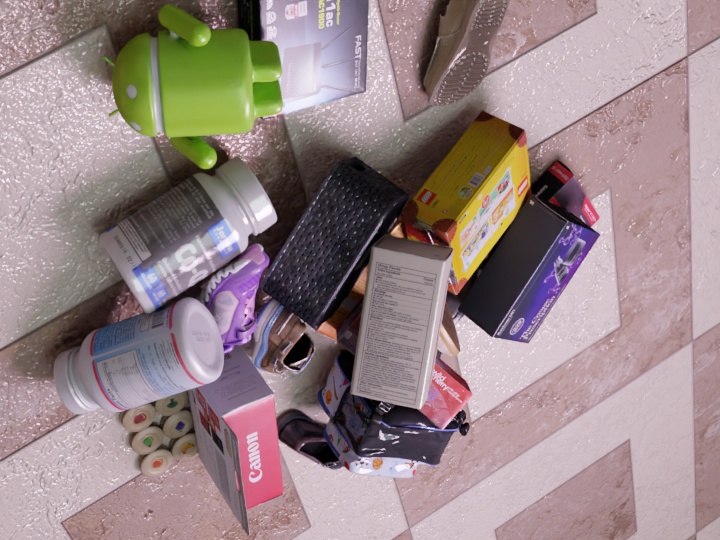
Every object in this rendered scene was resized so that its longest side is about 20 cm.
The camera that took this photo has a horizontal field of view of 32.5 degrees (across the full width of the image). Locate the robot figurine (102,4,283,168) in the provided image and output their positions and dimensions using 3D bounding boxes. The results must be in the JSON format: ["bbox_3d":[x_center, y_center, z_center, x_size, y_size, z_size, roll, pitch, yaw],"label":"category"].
[{"bbox_3d":[-0.186,-0.210,1.383,0.196,0.116,0.177,-3,128,-7],"label":"robot figurine"}]

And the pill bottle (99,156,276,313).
[{"bbox_3d":[-0.209,-0.047,1.516,0.199,0.114,0.114,-34,136,-10],"label":"pill bottle"}]

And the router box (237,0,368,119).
[{"bbox_3d":[-0.067,-0.293,1.468,0.148,0.062,0.202,-20,132,-25],"label":"router box"}]

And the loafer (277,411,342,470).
[{"bbox_3d":[-0.054,0.279,1.923,0.072,0.063,0.199,-51,137,9],"label":"loafer"}]

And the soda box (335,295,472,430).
[{"bbox_3d":[0.061,0.127,1.719,0.199,0.063,0.070,41,97,-10],"label":"soda box"}]

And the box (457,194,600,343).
[{"bbox_3d":[0.250,0.001,1.823,0.140,0.079,0.202,13,112,-56],"label":"box"}]

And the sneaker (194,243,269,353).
[{"bbox_3d":[-0.163,0.046,1.591,0.080,0.089,0.200,-37,173,-48],"label":"sneaker"}]

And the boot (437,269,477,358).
[{"bbox_3d":[0.086,0.045,1.835,0.131,0.070,0.202,33,72,-20],"label":"boot"}]

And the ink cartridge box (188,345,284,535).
[{"bbox_3d":[-0.164,0.229,1.695,0.083,0.176,0.202,-21,134,-21],"label":"ink cartridge box"}]

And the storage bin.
[{"bbox_3d":[-0.032,-0.038,1.625,0.201,0.093,0.135,-56,174,14],"label":"storage bin"}]

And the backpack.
[{"bbox_3d":[0.030,0.209,1.840,0.198,0.191,0.155,17,118,-39],"label":"backpack"}]

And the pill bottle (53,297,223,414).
[{"bbox_3d":[-0.279,0.113,1.548,0.197,0.110,0.109,-18,140,17],"label":"pill bottle"}]

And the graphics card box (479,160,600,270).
[{"bbox_3d":[0.269,-0.057,1.912,0.200,0.051,0.126,-43,137,1],"label":"graphics card box"}]

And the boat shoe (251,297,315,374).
[{"bbox_3d":[-0.104,0.108,1.695,0.073,0.072,0.200,-54,168,-16],"label":"boat shoe"}]

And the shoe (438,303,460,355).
[{"bbox_3d":[0.079,0.046,1.724,0.053,0.070,0.201,-22,122,20],"label":"shoe"}]

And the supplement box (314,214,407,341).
[{"bbox_3d":[0.000,0.000,1.744,0.068,0.067,0.201,25,106,-45],"label":"supplement box"}]

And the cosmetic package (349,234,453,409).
[{"bbox_3d":[0.055,0.066,1.617,0.087,0.102,0.203,-45,147,-72],"label":"cosmetic package"}]

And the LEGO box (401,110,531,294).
[{"bbox_3d":[0.152,-0.094,1.714,0.201,0.077,0.150,-51,152,-22],"label":"LEGO box"}]

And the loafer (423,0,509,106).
[{"bbox_3d":[0.133,-0.301,1.611,0.075,0.069,0.201,-6,142,-31],"label":"loafer"}]

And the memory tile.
[{"bbox_3d":[-0.238,0.207,1.764,0.198,0.017,0.155,-27,135,-18],"label":"memory tile"}]
